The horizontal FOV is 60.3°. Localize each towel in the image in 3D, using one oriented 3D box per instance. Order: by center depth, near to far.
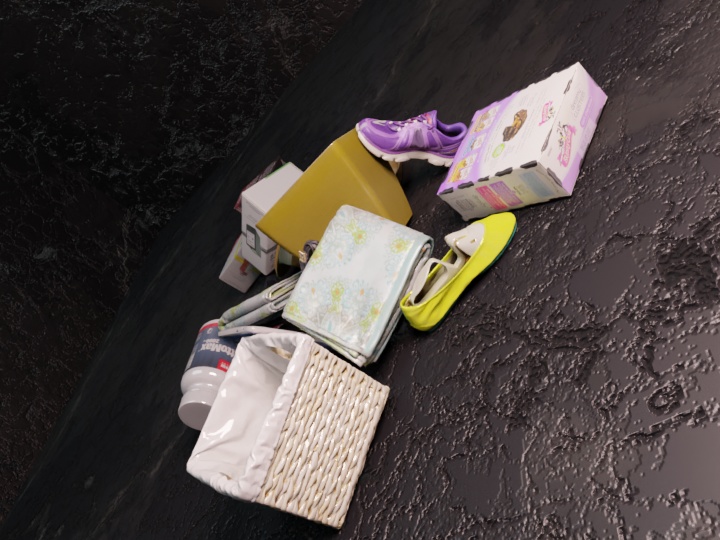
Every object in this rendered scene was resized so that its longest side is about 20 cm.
[{"bbox_3d":[-0.007,0.015,0.882,0.169,0.048,0.202,24,81,33],"label":"towel"},{"bbox_3d":[-0.161,0.051,1.176,0.170,0.049,0.199,-26,0,-42],"label":"towel"}]

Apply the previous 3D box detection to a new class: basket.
[{"bbox_3d":[-0.095,0.206,0.804,0.197,0.160,0.203,-12,51,56],"label":"basket"}]

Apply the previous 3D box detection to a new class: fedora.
[{"bbox_3d":[-0.107,-0.070,1.269,0.201,0.080,0.204,23,-91,-85],"label":"fedora"}]

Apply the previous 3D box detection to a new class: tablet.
[{"bbox_3d":[-0.104,0.105,0.945,0.129,0.197,0.014,-14,68,55],"label":"tablet"}]

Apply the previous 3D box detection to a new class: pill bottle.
[{"bbox_3d":[-0.290,0.208,1.235,0.119,0.119,0.202,-37,29,31],"label":"pill bottle"}]

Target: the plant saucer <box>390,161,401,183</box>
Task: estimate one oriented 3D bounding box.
[{"bbox_3d":[0.022,-0.150,1.245,0.200,0.035,0.202,-43,26,26],"label":"plant saucer"}]

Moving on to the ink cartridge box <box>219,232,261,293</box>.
[{"bbox_3d":[-0.266,-0.060,1.564,0.200,0.083,0.147,-43,23,46],"label":"ink cartridge box"}]

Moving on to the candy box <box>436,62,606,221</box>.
[{"bbox_3d":[0.219,-0.170,0.858,0.199,0.071,0.170,-10,48,59],"label":"candy box"}]

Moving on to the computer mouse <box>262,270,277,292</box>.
[{"bbox_3d":[-0.191,0.023,1.409,0.033,0.060,0.201,-5,31,4],"label":"computer mouse"}]

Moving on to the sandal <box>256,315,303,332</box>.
[{"bbox_3d":[-0.151,0.124,1.156,0.199,0.074,0.046,-32,46,35],"label":"sandal"}]

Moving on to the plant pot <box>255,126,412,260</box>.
[{"bbox_3d":[-0.024,-0.101,1.049,0.200,0.177,0.200,-42,6,25],"label":"plant pot"}]

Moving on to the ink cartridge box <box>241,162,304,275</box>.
[{"bbox_3d":[-0.182,-0.110,1.352,0.146,0.084,0.202,-41,-21,-33],"label":"ink cartridge box"}]

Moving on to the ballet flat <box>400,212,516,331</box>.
[{"bbox_3d":[0.125,-0.008,0.818,0.201,0.067,0.067,-51,26,6],"label":"ballet flat"}]

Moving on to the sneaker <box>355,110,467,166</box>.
[{"bbox_3d":[0.087,-0.234,1.031,0.084,0.196,0.082,114,150,-46],"label":"sneaker"}]

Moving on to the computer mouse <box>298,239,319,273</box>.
[{"bbox_3d":[0.000,0.000,0.972,0.196,0.112,0.044,-2,24,19],"label":"computer mouse"}]

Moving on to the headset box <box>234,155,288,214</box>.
[{"bbox_3d":[-0.217,-0.176,1.587,0.199,0.148,0.076,-30,33,41],"label":"headset box"}]
